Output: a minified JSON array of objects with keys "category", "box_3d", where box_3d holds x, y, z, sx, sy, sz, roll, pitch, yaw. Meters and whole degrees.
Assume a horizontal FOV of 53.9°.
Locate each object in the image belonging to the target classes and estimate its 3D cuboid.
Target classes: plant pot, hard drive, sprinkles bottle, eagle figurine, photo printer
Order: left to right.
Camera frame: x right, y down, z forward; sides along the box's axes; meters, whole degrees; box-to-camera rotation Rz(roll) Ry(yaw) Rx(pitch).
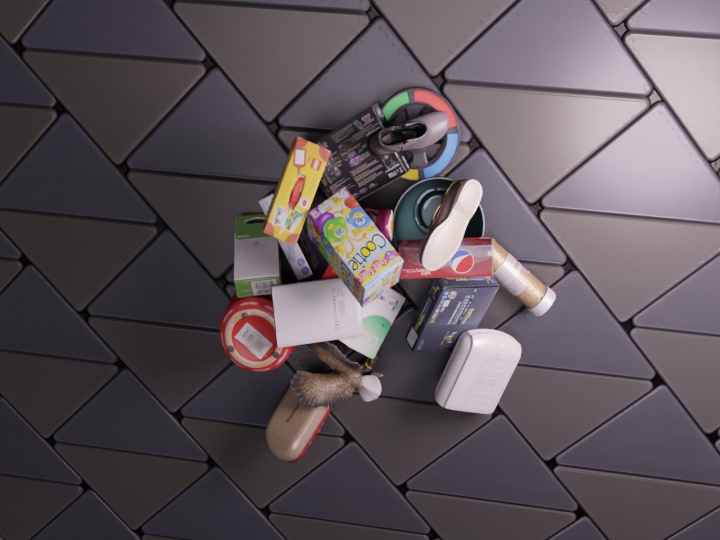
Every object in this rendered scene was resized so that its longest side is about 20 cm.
[{"category":"plant pot","box_3d":[-0.224,0.122,1.655,0.194,0.183,0.207,1,106,5]},{"category":"hard drive","box_3d":[-0.094,0.090,1.560,0.194,0.027,0.136,-7,97,-13]},{"category":"eagle figurine","box_3d":[-0.055,0.241,1.684,0.150,0.196,0.156,-31,60,50]},{"category":"plant pot","box_3d":[0.171,-0.115,1.552,0.194,0.135,0.206,2,108,7]},{"category":"photo printer","box_3d":[0.277,0.231,1.649,0.162,0.070,0.204,11,112,-28]},{"category":"sprinkles bottle","box_3d":[0.349,0.016,1.603,0.199,0.068,0.069,40,108,-6]}]

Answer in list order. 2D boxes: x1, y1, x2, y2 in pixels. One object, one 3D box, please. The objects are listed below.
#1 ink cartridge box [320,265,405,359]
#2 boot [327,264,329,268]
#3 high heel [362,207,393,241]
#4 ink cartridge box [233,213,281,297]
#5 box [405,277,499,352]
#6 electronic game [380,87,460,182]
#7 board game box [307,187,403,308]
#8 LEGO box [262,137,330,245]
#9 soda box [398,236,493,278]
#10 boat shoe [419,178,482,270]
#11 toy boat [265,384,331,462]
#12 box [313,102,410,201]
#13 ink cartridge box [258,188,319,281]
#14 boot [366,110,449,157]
[{"category":"ink cartridge box","box_3d":[-0.013,0.086,1.606,0.197,0.050,0.164,29,91,-29]},{"category":"boot","box_3d":[0.000,0.000,1.653,0.170,0.066,0.206,-4,109,12]},{"category":"high heel","box_3d":[0.020,-0.103,1.497,0.093,0.200,0.069,1,105,-1]},{"category":"ink cartridge box","box_3d":[-0.234,-0.038,1.613,0.101,0.204,0.060,-6,138,-3]},{"category":"box","box_3d":[0.204,0.094,1.588,0.154,0.052,0.203,-1,132,-30]},{"category":"electronic game","box_3d":[0.123,-0.296,1.552,0.194,0.042,0.206,2,107,8]},{"category":"board game box","box_3d":[-0.014,-0.046,1.449,0.102,0.105,0.201,-34,73,-16]},{"category":"LEGO box","box_3d":[-0.137,-0.171,1.488,0.075,0.149,0.205,20,97,-10]},{"category":"soda box","box_3d":[0.178,-0.026,1.475,0.194,0.064,0.072,-1,108,9]},{"category":"boat shoe","box_3d":[0.172,-0.094,1.422,0.071,0.059,0.203,31,85,-30]},{"category":"toy boat","box_3d":[-0.142,0.379,1.759,0.129,0.131,0.202,28,81,36]},{"category":"box","box_3d":[-0.009,-0.245,1.563,0.197,0.044,0.163,-27,100,26]},{"category":"ink cartridge box","box_3d":[-0.162,-0.086,1.627,0.043,0.094,0.204,-23,103,13]},{"category":"boot","box_3d":[0.115,-0.281,1.448,0.196,0.131,0.071,-25,98,-13]}]
